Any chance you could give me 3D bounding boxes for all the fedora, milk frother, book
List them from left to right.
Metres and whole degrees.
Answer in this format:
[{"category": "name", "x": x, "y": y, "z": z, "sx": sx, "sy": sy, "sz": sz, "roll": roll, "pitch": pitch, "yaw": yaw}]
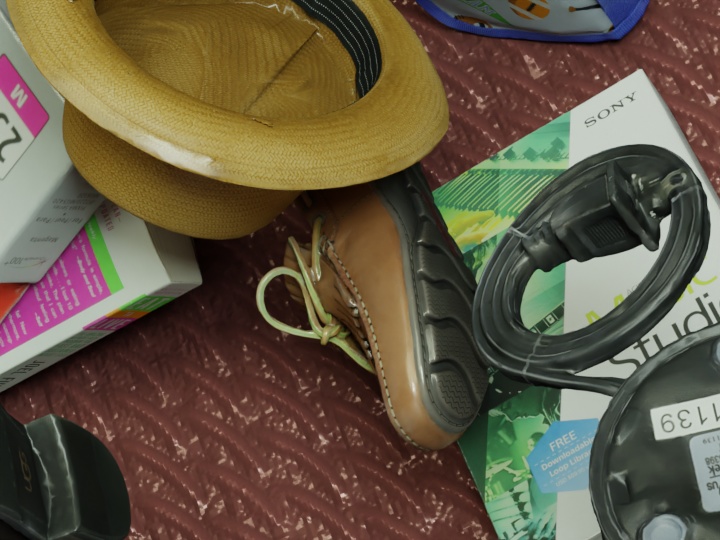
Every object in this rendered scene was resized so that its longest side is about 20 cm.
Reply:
[{"category": "book", "x": -0.173, "y": -0.015, "z": 1.280, "sx": 0.199, "sy": 0.048, "sz": 0.134, "roll": -26, "pitch": 74, "yaw": 30}, {"category": "fedora", "x": -0.062, "y": -0.072, "z": 1.146, "sx": 0.201, "sy": 0.200, "sz": 0.082, "roll": 59, "pitch": 135, "yaw": 39}, {"category": "milk frother", "x": 0.132, "y": 0.082, "z": 1.011, "sx": 0.179, "sy": 0.189, "sz": 0.201, "roll": 0, "pitch": 53, "yaw": 17}]

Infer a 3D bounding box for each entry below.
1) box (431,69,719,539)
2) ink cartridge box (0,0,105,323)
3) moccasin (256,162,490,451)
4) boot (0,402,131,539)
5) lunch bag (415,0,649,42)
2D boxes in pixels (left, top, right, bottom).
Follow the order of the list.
[{"category": "box", "x": 0.098, "y": 0.025, "z": 1.172, "sx": 0.144, "sy": 0.036, "sz": 0.201, "roll": -31, "pitch": 49, "yaw": 8}, {"category": "ink cartridge box", "x": -0.205, "y": -0.069, "z": 1.255, "sx": 0.174, "sy": 0.043, "sz": 0.200, "roll": -49, "pitch": 64, "yaw": 24}, {"category": "moccasin", "x": -0.001, "y": -0.001, "z": 1.174, "sx": 0.078, "sy": 0.074, "sz": 0.202, "roll": -33, "pitch": 50, "yaw": 12}, {"category": "boot", "x": -0.204, "y": 0.102, "z": 1.114, "sx": 0.173, "sy": 0.200, "sz": 0.070, "roll": -24, "pitch": 56, "yaw": 19}, {"category": "lunch bag", "x": 0.034, "y": -0.197, "z": 1.260, "sx": 0.124, "sy": 0.170, "sz": 0.200, "roll": -45, "pitch": 51, "yaw": 3}]
